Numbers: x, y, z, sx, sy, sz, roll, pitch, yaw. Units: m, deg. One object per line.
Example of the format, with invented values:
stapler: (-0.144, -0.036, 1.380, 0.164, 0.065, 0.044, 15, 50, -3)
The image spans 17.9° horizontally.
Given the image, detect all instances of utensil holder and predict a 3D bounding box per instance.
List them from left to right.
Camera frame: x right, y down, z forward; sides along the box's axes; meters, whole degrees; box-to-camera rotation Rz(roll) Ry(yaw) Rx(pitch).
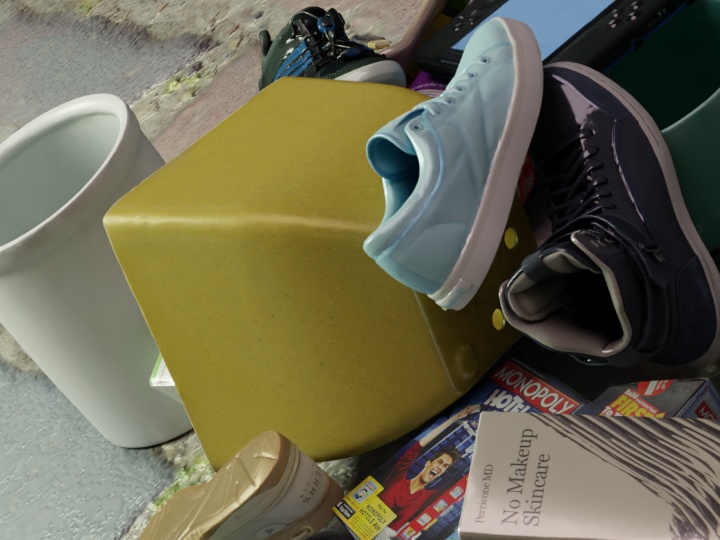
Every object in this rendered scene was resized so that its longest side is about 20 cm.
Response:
utensil holder: (-0.180, 0.004, 1.634, 0.169, 0.200, 0.170, -26, 31, 17)

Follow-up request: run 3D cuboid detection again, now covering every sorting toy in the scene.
sorting toy: (0.050, -0.164, 1.710, 0.200, 0.036, 0.185, -56, -7, -34)

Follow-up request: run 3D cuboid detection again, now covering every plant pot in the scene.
plant pot: (0.000, 0.000, 1.420, 0.199, 0.195, 0.195, -1, 30, 44)

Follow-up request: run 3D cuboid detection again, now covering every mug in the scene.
mug: (0.214, -0.082, 1.422, 0.185, 0.115, 0.152, -7, 40, 41)

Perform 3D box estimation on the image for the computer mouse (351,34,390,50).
computer mouse: (-0.018, -0.127, 1.802, 0.140, 0.046, 0.200, -44, 14, -5)

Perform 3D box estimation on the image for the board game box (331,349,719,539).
board game box: (0.109, 0.127, 1.287, 0.200, 0.062, 0.200, -39, 28, -7)

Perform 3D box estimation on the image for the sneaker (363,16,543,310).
sneaker: (0.049, -0.078, 1.305, 0.074, 0.082, 0.201, -44, 26, 48)

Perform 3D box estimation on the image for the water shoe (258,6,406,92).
water shoe: (-0.031, -0.145, 1.590, 0.071, 0.079, 0.200, -12, 4, -22)

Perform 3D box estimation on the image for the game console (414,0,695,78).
game console: (0.119, -0.213, 1.479, 0.171, 0.119, 0.200, -40, 25, -16)

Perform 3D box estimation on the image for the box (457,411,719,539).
box: (0.155, 0.123, 1.157, 0.199, 0.068, 0.082, 0, 53, 16)

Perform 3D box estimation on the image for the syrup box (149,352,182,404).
syrup box: (-0.063, 0.005, 1.575, 0.081, 0.079, 0.201, -4, 60, 44)

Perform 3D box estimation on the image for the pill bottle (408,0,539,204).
pill bottle: (0.098, -0.123, 1.607, 0.112, 0.113, 0.200, -2, 44, 45)

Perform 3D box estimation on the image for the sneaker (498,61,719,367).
sneaker: (0.122, -0.035, 1.291, 0.077, 0.146, 0.203, -41, 68, 33)

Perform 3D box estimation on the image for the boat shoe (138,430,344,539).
boat shoe: (-0.082, 0.170, 1.425, 0.200, 0.069, 0.074, -37, 28, 47)
